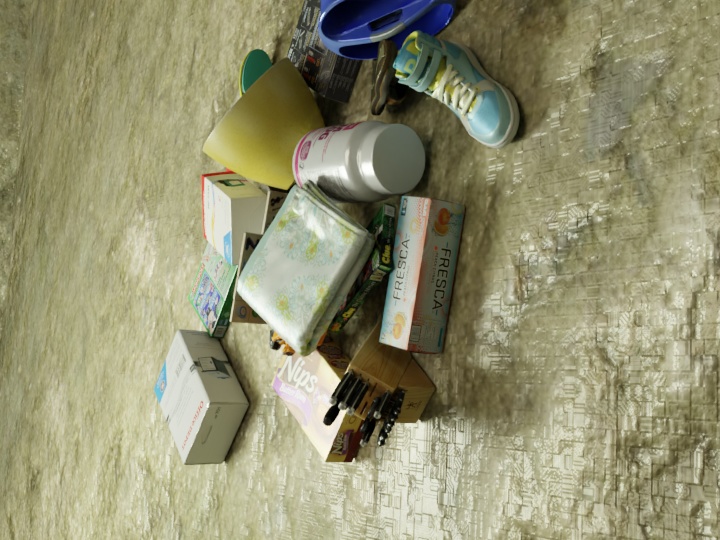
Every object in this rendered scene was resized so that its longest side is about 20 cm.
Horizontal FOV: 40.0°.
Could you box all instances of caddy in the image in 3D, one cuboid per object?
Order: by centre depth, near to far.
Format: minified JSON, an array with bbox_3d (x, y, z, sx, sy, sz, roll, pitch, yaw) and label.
[{"bbox_3d":[0.034,-0.366,1.368,0.197,0.141,0.107,-18,62,24],"label":"caddy"}]

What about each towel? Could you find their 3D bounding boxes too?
[{"bbox_3d":[-0.080,-0.008,1.394,0.171,0.048,0.202,40,105,41],"label":"towel"}]

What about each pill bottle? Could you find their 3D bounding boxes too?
[{"bbox_3d":[-0.003,-0.155,1.427,0.199,0.112,0.115,3,86,54],"label":"pill bottle"}]

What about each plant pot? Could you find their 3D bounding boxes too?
[{"bbox_3d":[-0.133,-0.214,1.575,0.142,0.200,0.200,44,133,-4],"label":"plant pot"}]

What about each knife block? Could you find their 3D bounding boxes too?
[{"bbox_3d":[0.001,0.146,1.311,0.065,0.173,0.201,-62,39,24],"label":"knife block"}]

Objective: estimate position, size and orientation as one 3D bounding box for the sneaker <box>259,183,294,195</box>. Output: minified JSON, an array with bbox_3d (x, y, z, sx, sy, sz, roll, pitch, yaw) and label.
[{"bbox_3d":[-0.122,-0.082,1.638,0.085,0.072,0.202,108,150,-55],"label":"sneaker"}]

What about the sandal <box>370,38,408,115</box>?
[{"bbox_3d":[0.044,-0.270,1.389,0.200,0.054,0.083,116,158,-80],"label":"sandal"}]

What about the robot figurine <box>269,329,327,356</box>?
[{"bbox_3d":[-0.077,0.032,1.475,0.144,0.058,0.203,-13,60,57],"label":"robot figurine"}]

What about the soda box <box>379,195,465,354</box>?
[{"bbox_3d":[0.082,0.006,1.319,0.068,0.063,0.204,12,93,55],"label":"soda box"}]

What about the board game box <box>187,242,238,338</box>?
[{"bbox_3d":[-0.257,0.004,1.833,0.135,0.029,0.202,50,124,47],"label":"board game box"}]

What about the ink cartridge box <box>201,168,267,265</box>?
[{"bbox_3d":[-0.221,-0.097,1.684,0.200,0.066,0.118,-144,50,-58],"label":"ink cartridge box"}]

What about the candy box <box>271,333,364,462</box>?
[{"bbox_3d":[-0.056,0.180,1.489,0.200,0.056,0.118,46,119,47],"label":"candy box"}]

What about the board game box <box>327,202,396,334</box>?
[{"bbox_3d":[0.000,0.000,1.417,0.200,0.023,0.106,127,156,-52],"label":"board game box"}]

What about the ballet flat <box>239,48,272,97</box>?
[{"bbox_3d":[-0.186,-0.293,1.762,0.067,0.066,0.203,137,129,-59],"label":"ballet flat"}]

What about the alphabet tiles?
[{"bbox_3d":[-0.121,-0.017,1.524,0.007,0.166,0.204,12,94,43],"label":"alphabet tiles"}]

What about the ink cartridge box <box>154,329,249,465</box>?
[{"bbox_3d":[-0.291,0.228,1.790,0.201,0.085,0.148,54,127,43],"label":"ink cartridge box"}]

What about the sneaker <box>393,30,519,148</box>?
[{"bbox_3d":[0.111,-0.233,1.263,0.080,0.129,0.201,-59,41,26],"label":"sneaker"}]

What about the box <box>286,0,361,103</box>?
[{"bbox_3d":[-0.045,-0.390,1.585,0.158,0.049,0.203,40,117,50],"label":"box"}]
